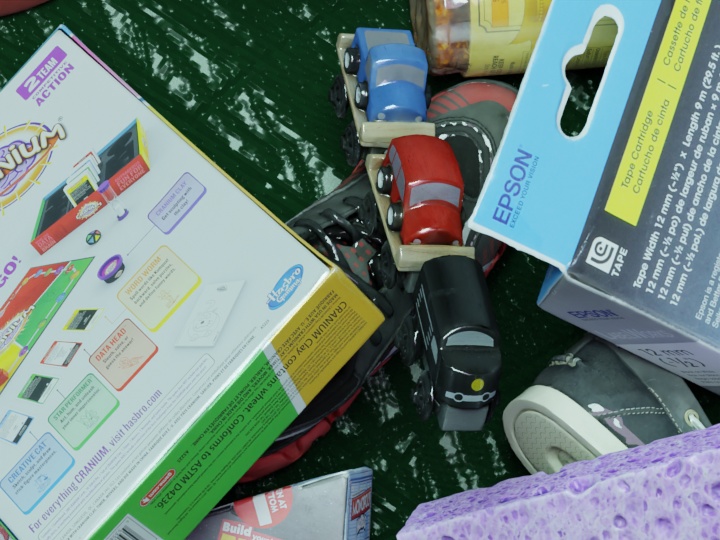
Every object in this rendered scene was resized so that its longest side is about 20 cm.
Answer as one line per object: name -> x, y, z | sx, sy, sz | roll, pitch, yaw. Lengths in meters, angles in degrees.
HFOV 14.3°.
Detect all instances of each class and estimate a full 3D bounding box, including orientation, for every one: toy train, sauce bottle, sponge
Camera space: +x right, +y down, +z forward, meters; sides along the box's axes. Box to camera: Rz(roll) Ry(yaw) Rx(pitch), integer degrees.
toy train -> 0.020, -0.025, 1.060 | 0.034, 0.046, 0.200 | 0, 44, -15
sauce bottle -> 0.121, -0.116, 1.159 | 0.199, 0.066, 0.066 | -7, 84, -6
sponge -> 0.124, 0.119, 1.085 | 0.200, 0.030, 0.112 | -17, 105, 29

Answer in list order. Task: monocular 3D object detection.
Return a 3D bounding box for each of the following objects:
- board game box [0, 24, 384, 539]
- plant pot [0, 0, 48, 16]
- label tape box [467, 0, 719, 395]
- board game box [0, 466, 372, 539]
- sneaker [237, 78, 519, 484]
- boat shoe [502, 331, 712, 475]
board game box -> -0.105, 0.014, 1.089 | 0.153, 0.040, 0.200 | -47, 48, -1
plant pot -> -0.173, -0.206, 1.106 | 0.200, 0.177, 0.201 | 0, 84, -1
label tape box -> 0.130, -0.040, 1.092 | 0.200, 0.066, 0.144 | 25, 77, -24
board game box -> -0.076, 0.157, 1.114 | 0.200, 0.062, 0.200 | 17, 90, 9
sneaker -> 0.000, 0.000, 1.126 | 0.071, 0.098, 0.200 | 44, 83, 5
boat shoe -> 0.148, 0.103, 1.134 | 0.200, 0.072, 0.068 | 46, 59, -2
